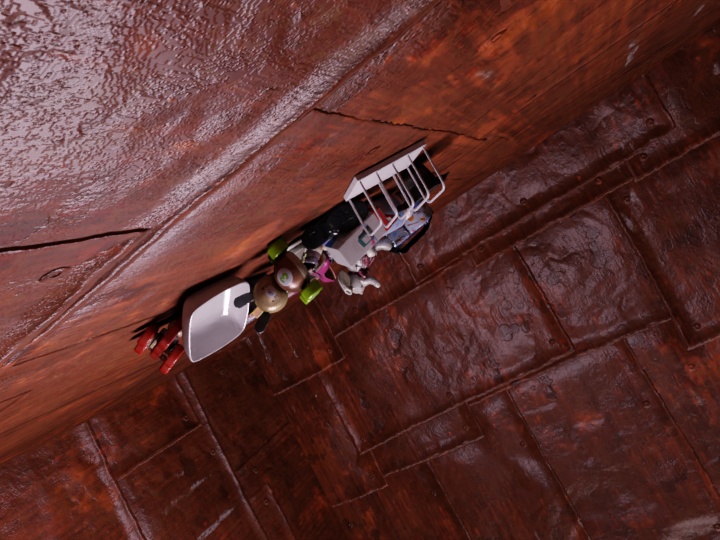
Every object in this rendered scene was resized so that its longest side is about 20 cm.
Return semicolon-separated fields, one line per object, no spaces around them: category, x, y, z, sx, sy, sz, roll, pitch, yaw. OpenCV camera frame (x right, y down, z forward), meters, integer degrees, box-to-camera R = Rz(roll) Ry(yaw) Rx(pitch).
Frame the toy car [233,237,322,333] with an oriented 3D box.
toy car;-0.223;0.052;1.382;0.199;0.165;0.158;-42;179;-13

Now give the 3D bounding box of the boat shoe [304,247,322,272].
boat shoe;-0.169;-0.025;1.687;0.199;0.070;0.067;-35;-143;63

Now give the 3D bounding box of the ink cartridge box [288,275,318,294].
ink cartridge box;-0.261;0.054;1.962;0.163;0.076;0.199;-32;180;-39

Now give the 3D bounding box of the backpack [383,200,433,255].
backpack;0.153;-0.178;1.844;0.187;0.156;0.201;-31;-163;14

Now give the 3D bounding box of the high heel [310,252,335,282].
high heel;-0.101;-0.008;1.740;0.200;0.093;0.070;153;-47;-73

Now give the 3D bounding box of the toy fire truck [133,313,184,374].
toy fire truck;-0.516;0.172;1.474;0.199;0.111;0.170;-36;-161;55

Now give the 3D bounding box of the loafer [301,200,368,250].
loafer;-0.069;-0.126;1.428;0.196;0.074;0.072;-27;-169;0

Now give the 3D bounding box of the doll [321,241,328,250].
doll;-0.074;-0.119;1.561;0.133;0.050;0.200;-22;169;-12

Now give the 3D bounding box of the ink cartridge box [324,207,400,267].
ink cartridge box;0.006;-0.106;1.463;0.200;0.068;0.116;-46;-159;-12

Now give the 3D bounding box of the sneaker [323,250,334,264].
sneaker;-0.124;-0.052;1.797;0.197;0.084;0.072;-32;176;16

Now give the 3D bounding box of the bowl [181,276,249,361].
bowl;-0.383;0.113;1.404;0.198;0.074;0.204;-31;146;-43

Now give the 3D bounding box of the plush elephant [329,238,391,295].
plush elephant;0.000;0.000;1.678;0.194;0.160;0.164;-10;-175;21

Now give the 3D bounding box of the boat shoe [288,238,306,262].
boat shoe;-0.189;-0.039;1.579;0.071;0.061;0.201;-29;176;-25

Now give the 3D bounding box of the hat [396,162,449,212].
hat;0.150;-0.241;1.470;0.199;0.082;0.201;-37;-171;7

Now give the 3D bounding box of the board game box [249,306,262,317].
board game box;-0.248;0.071;1.617;0.095;0.030;0.199;-43;178;42

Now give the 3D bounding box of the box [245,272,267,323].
box;-0.383;0.115;1.689;0.198;0.106;0.181;-33;177;32

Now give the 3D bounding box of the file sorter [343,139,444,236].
file sorter;0.081;-0.190;1.291;0.197;0.127;0.139;-29;176;-17

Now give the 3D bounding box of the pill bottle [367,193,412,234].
pill bottle;0.073;-0.169;1.662;0.198;0.111;0.108;-28;176;-41
